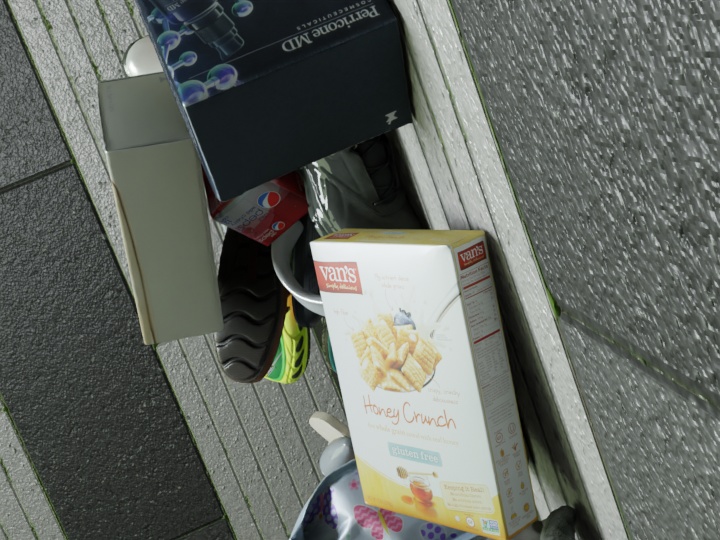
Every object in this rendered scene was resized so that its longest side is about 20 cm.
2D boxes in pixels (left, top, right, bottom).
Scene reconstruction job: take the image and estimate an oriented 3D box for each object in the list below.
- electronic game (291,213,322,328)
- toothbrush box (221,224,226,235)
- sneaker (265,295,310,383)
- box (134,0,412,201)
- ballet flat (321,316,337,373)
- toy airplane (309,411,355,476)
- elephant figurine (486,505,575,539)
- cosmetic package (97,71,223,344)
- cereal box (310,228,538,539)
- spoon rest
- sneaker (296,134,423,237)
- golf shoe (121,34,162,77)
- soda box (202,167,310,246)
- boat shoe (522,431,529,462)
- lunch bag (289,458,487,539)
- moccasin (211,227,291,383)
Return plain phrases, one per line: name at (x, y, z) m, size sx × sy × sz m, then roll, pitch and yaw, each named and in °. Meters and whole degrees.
electronic game at (-0.039, -0.046, 1.140) m, size 0.200 × 0.041 × 0.203 m, roll 7°, pitch -90°, yaw -85°
toothbrush box at (-0.078, -0.062, 1.297) m, size 0.086 × 0.144 × 0.202 m, roll -124°, pitch 14°, yaw -63°
sneaker at (-0.096, 0.016, 1.181) m, size 0.074 × 0.082 × 0.203 m, roll -54°, pitch -37°, yaw -71°
box at (-0.072, -0.175, 0.831) m, size 0.107 × 0.147 × 0.201 m, roll 76°, pitch 169°, yaw -58°
ballet flat at (0.000, 0.000, 1.076) m, size 0.076 × 0.067 × 0.202 m, roll -109°, pitch 22°, yaw -49°
toy airplane at (0.047, 0.241, 1.269) m, size 0.199 × 0.141 × 0.199 m, roll 29°, pitch 164°, yaw 44°
elephant figurine at (0.114, 0.227, 0.794) m, size 0.141 × 0.156 × 0.200 m, roll 34°, pitch 145°, yaw -4°
cosmetic package at (-0.162, -0.049, 0.986) m, size 0.104 × 0.072 × 0.202 m, roll -110°, pitch 12°, yaw -49°
cereal box at (0.040, 0.072, 0.814) m, size 0.143 × 0.039 × 0.202 m, roll 2°, pitch 109°, yaw 50°
spoon rest at (0.004, 0.024, 0.977) m, size 0.199 × 0.061 × 0.099 m, roll 31°, pitch 172°, yaw 26°
sneaker at (-0.008, -0.086, 0.937) m, size 0.201 × 0.076 × 0.091 m, roll 51°, pitch 135°, yaw 0°
golf shoe at (-0.136, -0.197, 1.162) m, size 0.088 × 0.197 × 0.078 m, roll 39°, pitch -121°, yaw -89°
soda box at (-0.098, -0.124, 1.017) m, size 0.070 × 0.063 × 0.202 m, roll 25°, pitch -141°, yaw -42°
boat shoe at (0.064, 0.076, 0.874) m, size 0.075 × 0.073 × 0.202 m, roll -129°, pitch 18°, yaw -69°
lunch bag at (0.037, 0.222, 1.045) m, size 0.170 × 0.198 × 0.128 m, roll 84°, pitch 162°, yaw -67°
moccasin at (-0.097, 0.000, 1.097) m, size 0.078 × 0.073 × 0.204 m, roll 36°, pitch -128°, yaw -77°
